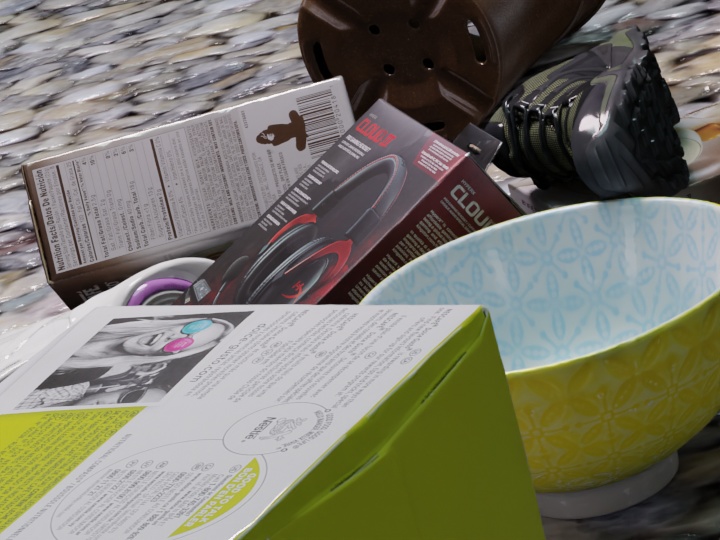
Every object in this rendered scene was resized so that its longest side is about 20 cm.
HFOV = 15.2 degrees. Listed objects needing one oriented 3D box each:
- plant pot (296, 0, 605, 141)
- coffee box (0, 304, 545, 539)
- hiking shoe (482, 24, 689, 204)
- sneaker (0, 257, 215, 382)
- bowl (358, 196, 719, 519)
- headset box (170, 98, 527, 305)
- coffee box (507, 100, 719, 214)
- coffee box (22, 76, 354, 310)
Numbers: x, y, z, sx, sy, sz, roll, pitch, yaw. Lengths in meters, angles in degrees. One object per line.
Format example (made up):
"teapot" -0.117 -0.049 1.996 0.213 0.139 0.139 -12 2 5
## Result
"plant pot" 0.059 -0.199 1.889 0.200 0.201 0.198 -4 30 29
"coffee box" -0.054 0.144 1.024 0.197 0.200 0.200 -1 24 34
"hiking shoe" 0.117 -0.067 1.434 0.100 0.076 0.200 -24 11 14
"sneaker" -0.160 0.041 1.560 0.200 0.075 0.100 -26 23 -27
"bowl" 0.103 0.053 1.283 0.199 0.108 0.200 -15 19 5
"headset box" 0.000 0.000 1.439 0.200 0.075 0.149 -44 23 -2
"coffee box" 0.198 -0.037 1.487 0.199 0.080 0.114 -21 21 -12
"coffee box" -0.093 -0.041 1.638 0.199 0.080 0.114 -16 -15 1
